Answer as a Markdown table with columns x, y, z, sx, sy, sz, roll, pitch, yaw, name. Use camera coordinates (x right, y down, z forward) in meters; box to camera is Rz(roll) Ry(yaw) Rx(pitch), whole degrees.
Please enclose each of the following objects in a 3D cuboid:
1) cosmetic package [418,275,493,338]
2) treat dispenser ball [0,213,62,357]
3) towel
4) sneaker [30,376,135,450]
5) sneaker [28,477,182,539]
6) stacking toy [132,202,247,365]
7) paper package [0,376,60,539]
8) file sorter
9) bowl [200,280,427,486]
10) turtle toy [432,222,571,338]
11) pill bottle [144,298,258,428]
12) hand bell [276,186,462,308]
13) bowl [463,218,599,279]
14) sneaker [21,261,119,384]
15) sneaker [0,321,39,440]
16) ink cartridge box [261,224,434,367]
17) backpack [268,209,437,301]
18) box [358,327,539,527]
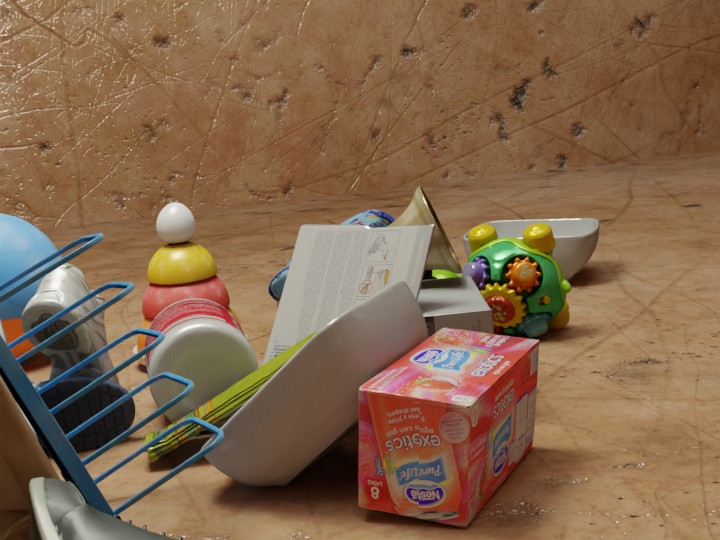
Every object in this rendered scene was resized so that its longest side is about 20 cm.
| x | y | z | sx | sy | sz | roll | pitch | yaw | name |
| --- | --- | --- | --- | --- | --- | --- | --- | --- | --- |
| 0.091 | 0.077 | 1.252 | 0.081 | 0.114 | 0.200 | -5 | 11 | -1 | cosmetic package |
| -0.485 | 0.025 | 1.570 | 0.199 | 0.202 | 0.201 | -5 | 10 | 1 | treat dispenser ball |
| -0.120 | 0.115 | 1.149 | 0.199 | 0.018 | 0.086 | -32 | 9 | -6 | towel |
| -0.326 | 0.142 | 1.194 | 0.199 | 0.074 | 0.082 | -6 | 8 | -13 | sneaker |
| -0.162 | 0.198 | 0.811 | 0.106 | 0.075 | 0.200 | -5 | 21 | -25 | sneaker |
| -0.220 | 0.014 | 1.501 | 0.145 | 0.201 | 0.146 | -4 | 9 | 1 | stacking toy |
| -0.326 | 0.121 | 0.943 | 0.103 | 0.191 | 0.200 | -32 | 18 | -20 | paper package |
| -0.219 | 0.082 | 0.970 | 0.122 | 0.201 | 0.139 | -34 | 12 | -19 | file sorter |
| -0.028 | 0.108 | 1.051 | 0.200 | 0.075 | 0.200 | -43 | -8 | 22 | bowl |
| 0.167 | 0.025 | 1.498 | 0.199 | 0.146 | 0.101 | 0 | 31 | 30 | turtle toy |
| -0.175 | 0.092 | 1.286 | 0.111 | 0.113 | 0.200 | -7 | 10 | -11 | pill bottle |
| 0.000 | 0.000 | 1.304 | 0.199 | 0.105 | 0.104 | -27 | 8 | 6 | hand bell |
| 0.268 | -0.031 | 1.853 | 0.199 | 0.075 | 0.200 | -3 | 10 | 17 | bowl |
| -0.285 | 0.071 | 1.238 | 0.077 | 0.201 | 0.100 | 3 | 46 | 4 | sneaker |
| -0.374 | 0.107 | 1.110 | 0.111 | 0.201 | 0.073 | -18 | -29 | -17 | sneaker |
| -0.009 | 0.052 | 1.214 | 0.175 | 0.201 | 0.045 | 2 | -21 | 37 | ink cartridge box |
| -0.020 | 0.032 | 1.421 | 0.182 | 0.135 | 0.200 | -30 | 9 | 22 | backpack |
| 0.078 | 0.123 | 0.997 | 0.094 | 0.103 | 0.200 | 6 | 14 | 23 | box |
